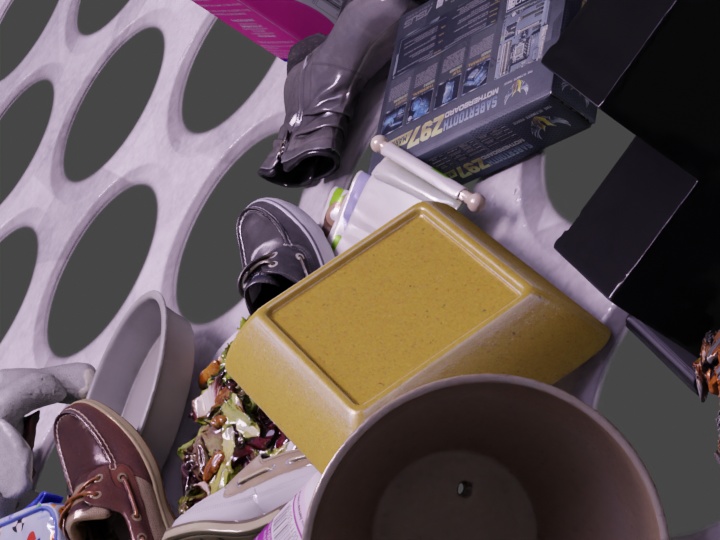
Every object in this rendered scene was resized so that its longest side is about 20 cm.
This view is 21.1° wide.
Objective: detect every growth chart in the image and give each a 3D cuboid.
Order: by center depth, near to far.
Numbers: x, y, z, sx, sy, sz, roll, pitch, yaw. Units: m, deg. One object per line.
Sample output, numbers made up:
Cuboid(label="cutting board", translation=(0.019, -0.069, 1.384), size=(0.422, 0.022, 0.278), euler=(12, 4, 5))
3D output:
Cuboid(label="growth chart", translation=(0.000, 0.000, 1.416), size=(0.145, 0.018, 0.201), euler=(41, 109, 43))

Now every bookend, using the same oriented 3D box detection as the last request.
Cuboid(label="bookend", translation=(0.169, -0.066, 1.088), size=(0.201, 0.198, 0.092), euler=(-55, 31, 9))

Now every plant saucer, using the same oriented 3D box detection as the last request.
Cuboid(label="plant saucer", translation=(0.027, 0.036, 1.247), size=(0.199, 0.049, 0.200), euler=(-33, 39, -13))

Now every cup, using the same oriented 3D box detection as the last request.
Cuboid(label="cup", translation=(0.062, 0.156, 1.092), size=(0.201, 0.199, 0.143), euler=(-61, 3, -3))

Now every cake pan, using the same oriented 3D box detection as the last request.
Cuboid(label="cake pan", translation=(-0.189, 0.117, 1.608), size=(0.201, 0.037, 0.201), euler=(-52, 26, 40))

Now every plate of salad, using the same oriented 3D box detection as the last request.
Cuboid(label="plate of salad", translation=(-0.103, 0.115, 1.502), size=(0.200, 0.048, 0.201), euler=(-37, 36, 33))

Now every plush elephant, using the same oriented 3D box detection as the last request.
Cuboid(label="plush elephant", translation=(-0.319, 0.173, 1.686), size=(0.165, 0.199, 0.156), euler=(-40, 56, 28))

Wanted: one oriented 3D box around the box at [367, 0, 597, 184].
Cuboid(label="box", translation=(0.097, -0.149, 1.429), size=(0.199, 0.051, 0.159), euler=(-24, 44, 46))

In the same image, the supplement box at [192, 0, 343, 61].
Cuboid(label="supplement box", translation=(-0.098, -0.274, 1.694), size=(0.103, 0.199, 0.102), euler=(13, 73, 59))

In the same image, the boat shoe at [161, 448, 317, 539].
Cuboid(label="boat shoe", translation=(-0.059, 0.169, 1.368), size=(0.199, 0.075, 0.069), euler=(-17, 43, 41))

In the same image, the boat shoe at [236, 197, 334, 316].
Cuboid(label="boat shoe", translation=(-0.055, 0.021, 1.408), size=(0.070, 0.066, 0.201), euler=(-44, 52, 29))

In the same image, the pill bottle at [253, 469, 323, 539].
Cuboid(label="pill bottle", translation=(-0.046, 0.229, 1.243), size=(0.200, 0.112, 0.113), euler=(-48, 31, 20))

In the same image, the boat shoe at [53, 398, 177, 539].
Cuboid(label="boat shoe", translation=(-0.191, 0.182, 1.469), size=(0.072, 0.072, 0.201), euler=(-48, 60, 32))

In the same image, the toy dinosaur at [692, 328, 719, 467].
Cuboid(label="toy dinosaur", translation=(0.236, 0.075, 0.995), size=(0.200, 0.102, 0.136), euler=(49, 122, 42))

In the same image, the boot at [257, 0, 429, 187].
Cuboid(label="boot", translation=(-0.012, -0.145, 1.590), size=(0.200, 0.069, 0.133), euler=(-36, 36, 57))

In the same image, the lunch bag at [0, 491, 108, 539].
Cuboid(label="lunch bag", translation=(-0.261, 0.266, 1.548), size=(0.199, 0.075, 0.162), euler=(-24, 63, 45))
